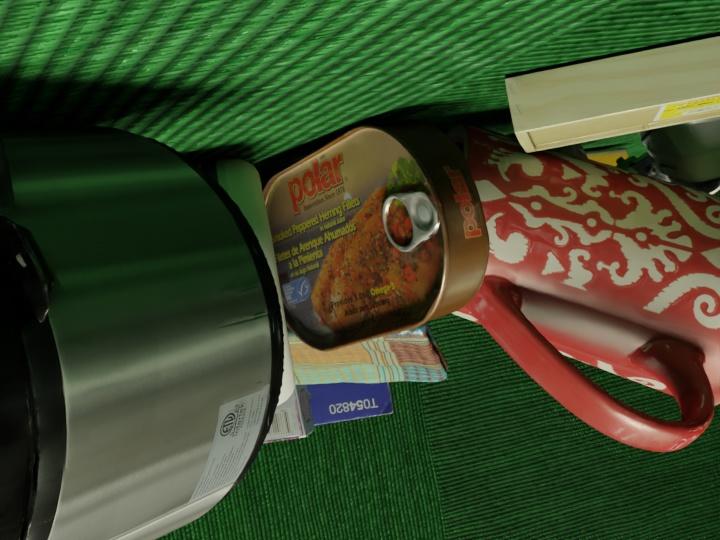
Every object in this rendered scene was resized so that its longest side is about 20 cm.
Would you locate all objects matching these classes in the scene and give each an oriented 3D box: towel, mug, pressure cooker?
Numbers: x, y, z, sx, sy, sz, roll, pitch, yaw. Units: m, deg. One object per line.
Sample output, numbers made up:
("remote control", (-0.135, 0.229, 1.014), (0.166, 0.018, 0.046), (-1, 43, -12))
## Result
("towel", (-0.045, 0.060, 0.839), (0.199, 0.022, 0.147), (-2, 164, 10))
("mug", (0.136, 0.000, 0.715), (0.199, 0.134, 0.178), (18, -160, -11))
("pressure cooker", (-0.144, 0.034, 0.433), (0.178, 0.176, 0.200), (-14, -179, 31))

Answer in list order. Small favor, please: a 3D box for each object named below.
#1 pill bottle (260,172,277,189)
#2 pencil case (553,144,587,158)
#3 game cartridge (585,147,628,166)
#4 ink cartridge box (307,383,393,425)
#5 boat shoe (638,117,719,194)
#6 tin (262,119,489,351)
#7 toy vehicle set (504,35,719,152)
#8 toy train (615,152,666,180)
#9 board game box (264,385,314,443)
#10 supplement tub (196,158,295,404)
("pill bottle", (-0.102, -0.002, 0.873), (0.200, 0.110, 0.109), (-11, 179, 42))
("pencil case", (0.103, -0.038, 1.011), (0.200, 0.088, 0.087), (-20, 176, 18))
("game cartridge", (0.126, -0.079, 1.155), (0.199, 0.033, 0.176), (-10, 180, -21))
("ink cartridge box", (-0.083, 0.042, 1.047), (0.199, 0.201, 0.041), (-11, 180, 9))
("boat shoe", (0.225, -0.082, 0.826), (0.073, 0.066, 0.200), (-10, 179, 20))
("tin", (0.002, -0.018, 0.693), (0.042, 0.112, 0.200), (-20, -179, -32))
("toy vehicle set", (0.176, -0.095, 0.612), (0.199, 0.027, 0.124), (-10, 179, 9))
("toy train", (0.144, -0.030, 0.891), (0.200, 0.042, 0.056), (-32, 176, -11))
("board game box", (-0.153, 0.054, 1.017), (0.199, 0.200, 0.041), (-9, 180, 10))
("supplement tub", (-0.145, 0.022, 0.683), (0.199, 0.145, 0.145), (-10, 179, -5))
